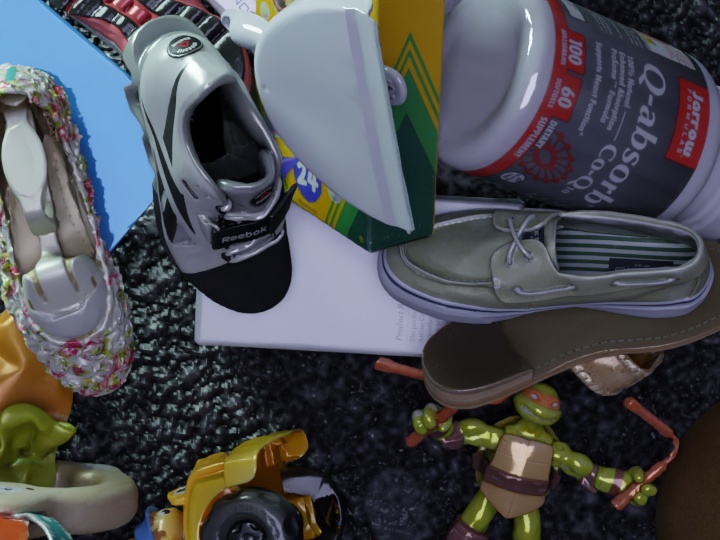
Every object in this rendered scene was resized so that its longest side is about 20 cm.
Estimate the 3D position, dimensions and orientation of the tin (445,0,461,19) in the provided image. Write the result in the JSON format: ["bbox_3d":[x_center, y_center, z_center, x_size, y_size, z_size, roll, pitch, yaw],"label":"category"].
[{"bbox_3d":[0.069,-0.235,1.560,0.112,0.042,0.200,42,93,-7],"label":"tin"}]

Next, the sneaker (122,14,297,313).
[{"bbox_3d":[-0.077,-0.044,1.491,0.074,0.088,0.201,-33,128,-16],"label":"sneaker"}]

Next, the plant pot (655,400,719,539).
[{"bbox_3d":[0.278,0.163,1.550,0.185,0.200,0.187,0,92,1],"label":"plant pot"}]

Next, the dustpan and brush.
[{"bbox_3d":[-0.030,-0.113,1.458,0.057,0.200,0.140,-32,126,-32],"label":"dustpan and brush"}]

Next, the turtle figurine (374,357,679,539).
[{"bbox_3d":[0.086,0.132,1.616,0.199,0.064,0.162,15,102,-11],"label":"turtle figurine"}]

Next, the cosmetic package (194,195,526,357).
[{"bbox_3d":[0.000,0.000,1.607,0.199,0.074,0.102,5,94,2],"label":"cosmetic package"}]

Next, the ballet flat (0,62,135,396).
[{"bbox_3d":[-0.182,-0.021,1.490,0.075,0.064,0.201,-18,93,1],"label":"ballet flat"}]

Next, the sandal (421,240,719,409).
[{"bbox_3d":[0.138,0.044,1.568,0.211,0.070,0.078,-17,55,-7],"label":"sandal"}]

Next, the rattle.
[{"bbox_3d":[-0.192,0.101,1.548,0.130,0.200,0.143,21,94,5],"label":"rattle"}]

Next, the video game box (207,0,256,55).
[{"bbox_3d":[-0.005,-0.212,1.610,0.200,0.047,0.182,-41,95,2],"label":"video game box"}]

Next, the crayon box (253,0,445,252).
[{"bbox_3d":[-0.008,-0.127,1.506,0.051,0.126,0.201,-15,120,-32],"label":"crayon box"}]

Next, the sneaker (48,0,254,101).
[{"bbox_3d":[-0.135,-0.153,1.603,0.074,0.087,0.200,-40,68,-2],"label":"sneaker"}]

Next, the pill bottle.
[{"bbox_3d":[0.143,-0.089,1.544,0.199,0.116,0.116,18,94,-33],"label":"pill bottle"}]

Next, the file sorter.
[{"bbox_3d":[-0.212,-0.091,1.579,0.200,0.123,0.139,40,92,-2],"label":"file sorter"}]

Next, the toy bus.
[{"bbox_3d":[-0.102,0.210,1.602,0.191,0.136,0.201,-9,91,17],"label":"toy bus"}]

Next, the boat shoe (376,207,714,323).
[{"bbox_3d":[0.108,-0.012,1.524,0.199,0.062,0.072,0,63,5],"label":"boat shoe"}]
